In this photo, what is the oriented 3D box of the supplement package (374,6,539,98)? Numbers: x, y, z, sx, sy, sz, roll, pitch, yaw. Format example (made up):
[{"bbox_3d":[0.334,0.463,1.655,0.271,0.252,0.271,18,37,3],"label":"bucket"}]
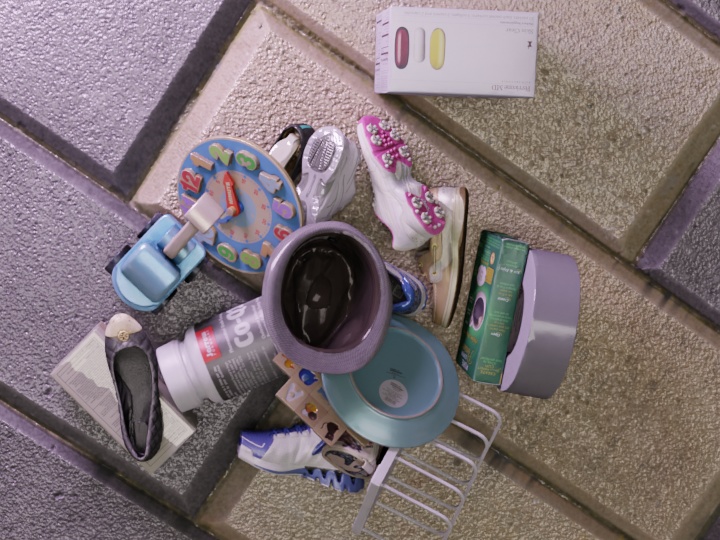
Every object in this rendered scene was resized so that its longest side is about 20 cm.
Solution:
[{"bbox_3d":[0.125,-0.290,1.592,0.197,0.156,0.112,1,98,-6],"label":"supplement package"}]

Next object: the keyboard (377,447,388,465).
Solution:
[{"bbox_3d":[-0.011,0.176,1.684,0.039,0.104,0.201,-9,122,39],"label":"keyboard"}]

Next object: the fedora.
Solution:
[{"bbox_3d":[-0.050,0.040,1.550,0.175,0.090,0.203,4,78,-16],"label":"fedora"}]

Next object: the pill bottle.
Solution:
[{"bbox_3d":[-0.174,0.113,1.639,0.198,0.114,0.115,-23,99,-2],"label":"pill bottle"}]

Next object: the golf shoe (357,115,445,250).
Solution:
[{"bbox_3d":[0.038,-0.118,1.639,0.091,0.075,0.202,-42,68,41],"label":"golf shoe"}]

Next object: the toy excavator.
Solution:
[{"bbox_3d":[-0.253,-0.023,1.570,0.100,0.200,0.195,44,92,-10],"label":"toy excavator"}]

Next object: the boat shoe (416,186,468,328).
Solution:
[{"bbox_3d":[0.113,-0.020,1.676,0.065,0.074,0.203,7,98,10],"label":"boat shoe"}]

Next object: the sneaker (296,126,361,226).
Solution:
[{"bbox_3d":[-0.051,-0.094,1.636,0.078,0.099,0.202,35,102,34],"label":"sneaker"}]

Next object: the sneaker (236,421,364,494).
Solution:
[{"bbox_3d":[-0.074,0.237,1.690,0.197,0.081,0.117,17,92,-14],"label":"sneaker"}]

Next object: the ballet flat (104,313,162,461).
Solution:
[{"bbox_3d":[-0.300,0.156,1.583,0.066,0.057,0.203,-12,96,-7],"label":"ballet flat"}]

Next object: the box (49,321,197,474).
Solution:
[{"bbox_3d":[-0.327,0.177,1.652,0.095,0.078,0.200,-42,99,1],"label":"box"}]

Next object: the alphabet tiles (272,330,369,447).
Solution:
[{"bbox_3d":[-0.018,0.135,1.583,0.166,0.006,0.200,42,55,2],"label":"alphabet tiles"}]

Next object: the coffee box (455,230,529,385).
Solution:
[{"bbox_3d":[0.183,0.050,1.662,0.043,0.123,0.203,10,95,-9],"label":"coffee box"}]

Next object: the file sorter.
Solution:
[{"bbox_3d":[0.093,0.273,1.610,0.123,0.139,0.201,26,50,8],"label":"file sorter"}]

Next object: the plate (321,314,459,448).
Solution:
[{"bbox_3d":[0.044,0.140,1.581,0.198,0.026,0.202,11,56,-16],"label":"plate"}]

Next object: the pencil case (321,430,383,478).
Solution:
[{"bbox_3d":[0.019,0.192,1.617,0.078,0.089,0.201,49,50,-27],"label":"pencil case"}]

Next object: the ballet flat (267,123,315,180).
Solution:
[{"bbox_3d":[-0.134,-0.123,1.633,0.068,0.068,0.201,34,92,16],"label":"ballet flat"}]

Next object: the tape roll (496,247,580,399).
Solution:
[{"bbox_3d":[0.240,0.072,1.628,0.065,0.200,0.203,9,97,-6],"label":"tape roll"}]

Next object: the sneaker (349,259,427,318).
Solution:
[{"bbox_3d":[0.000,0.000,1.640,0.198,0.085,0.078,25,95,11],"label":"sneaker"}]

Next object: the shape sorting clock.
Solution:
[{"bbox_3d":[-0.164,-0.085,1.587,0.198,0.039,0.202,16,123,26],"label":"shape sorting clock"}]
